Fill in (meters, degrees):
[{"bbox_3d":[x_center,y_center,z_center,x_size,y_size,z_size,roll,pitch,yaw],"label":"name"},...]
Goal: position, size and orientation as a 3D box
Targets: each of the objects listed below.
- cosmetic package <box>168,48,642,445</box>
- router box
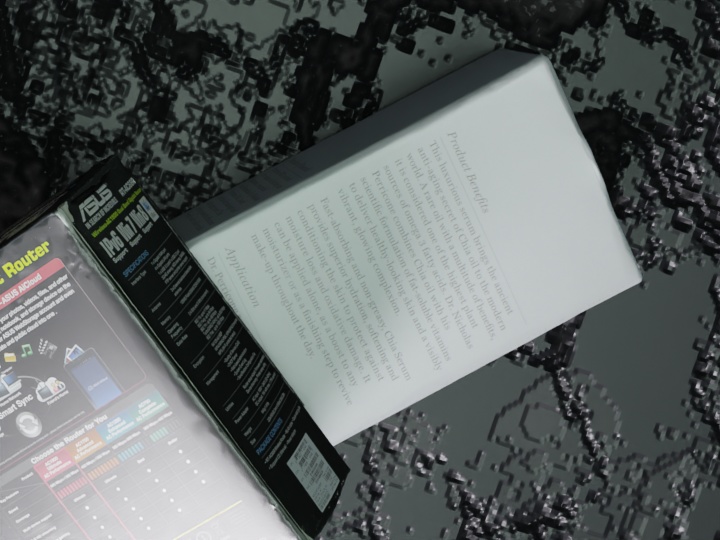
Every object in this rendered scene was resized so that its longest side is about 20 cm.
[{"bbox_3d":[0.000,0.000,0.786,0.199,0.071,0.102,-27,103,-6],"label":"cosmetic package"},{"bbox_3d":[-0.126,0.072,0.730,0.199,0.062,0.150,-31,102,25],"label":"router box"}]
